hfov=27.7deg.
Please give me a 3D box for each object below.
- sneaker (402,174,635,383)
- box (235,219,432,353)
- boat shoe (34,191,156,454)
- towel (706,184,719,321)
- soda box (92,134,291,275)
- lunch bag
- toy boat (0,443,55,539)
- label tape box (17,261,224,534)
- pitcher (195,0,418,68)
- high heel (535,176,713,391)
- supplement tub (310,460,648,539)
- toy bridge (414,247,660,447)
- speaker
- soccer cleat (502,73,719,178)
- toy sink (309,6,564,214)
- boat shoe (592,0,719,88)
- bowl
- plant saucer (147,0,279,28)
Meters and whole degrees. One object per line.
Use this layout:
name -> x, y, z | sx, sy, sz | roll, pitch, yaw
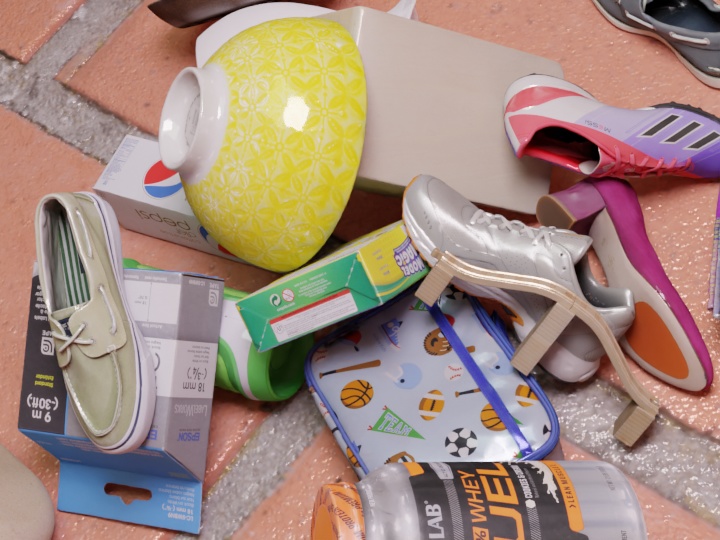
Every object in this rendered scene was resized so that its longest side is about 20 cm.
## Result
sneaker -> 0.123, -0.013, 1.091 | 0.200, 0.092, 0.076 | 41, 35, 0
box -> 0.000, 0.000, 1.133 | 0.117, 0.048, 0.200 | -22, 6, 28
boat shoe -> -0.205, 0.038, 1.077 | 0.072, 0.062, 0.201 | -18, 79, 23
towel -> 0.338, -0.033, 1.091 | 0.143, 0.023, 0.200 | 11, 60, 4
soda box -> -0.131, -0.057, 1.277 | 0.200, 0.068, 0.064 | 16, 65, 29
lunch bag -> 0.056, 0.099, 1.101 | 0.160, 0.076, 0.200 | -29, 53, -3
toy boat -> -0.341, 0.199, 1.165 | 0.200, 0.130, 0.131 | 34, 103, 35
label tape box -> -0.190, 0.098, 1.135 | 0.144, 0.063, 0.201 | 4, 87, 27
pitcher -> -0.039, -0.158, 1.294 | 0.199, 0.121, 0.172 | -8, 70, 2
high heel -> 0.226, 0.002, 1.121 | 0.096, 0.067, 0.200 | -17, 63, -34
supplement tub -> 0.073, 0.184, 0.940 | 0.199, 0.123, 0.123 | 0, 53, -13
toy bridge -> 0.134, 0.044, 1.055 | 0.200, 0.027, 0.067 | 36, 116, 1
speaker -> -0.139, 0.047, 1.198 | 0.200, 0.089, 0.089 | 14, 63, 27
soccer cleat -> 0.207, -0.096, 1.143 | 0.199, 0.068, 0.073 | 13, 46, -9
toy sink -> 0.049, -0.124, 1.191 | 0.112, 0.200, 0.131 | 5, 87, 61
boat shoe -> 0.264, -0.234, 1.257 | 0.073, 0.062, 0.200 | -36, 53, -6
bowl -> -0.090, -0.105, 1.118 | 0.200, 0.107, 0.201 | -25, 61, 55
plant saucer -> -0.100, -0.263, 1.366 | 0.200, 0.032, 0.200 | -16, 10, 3
